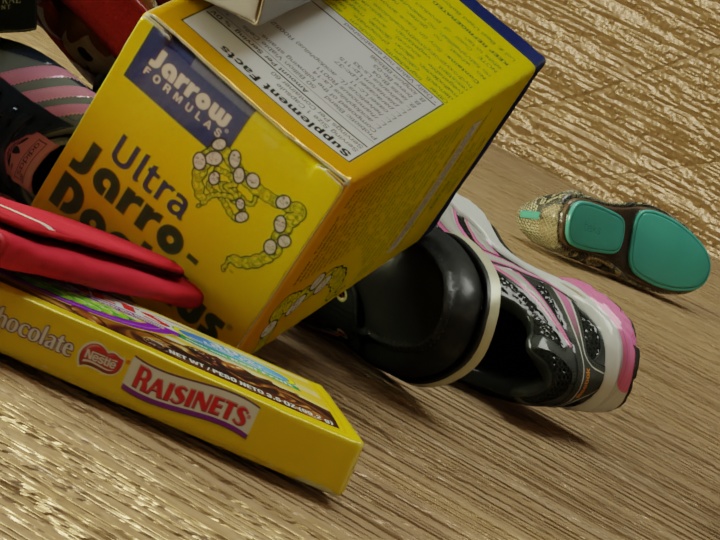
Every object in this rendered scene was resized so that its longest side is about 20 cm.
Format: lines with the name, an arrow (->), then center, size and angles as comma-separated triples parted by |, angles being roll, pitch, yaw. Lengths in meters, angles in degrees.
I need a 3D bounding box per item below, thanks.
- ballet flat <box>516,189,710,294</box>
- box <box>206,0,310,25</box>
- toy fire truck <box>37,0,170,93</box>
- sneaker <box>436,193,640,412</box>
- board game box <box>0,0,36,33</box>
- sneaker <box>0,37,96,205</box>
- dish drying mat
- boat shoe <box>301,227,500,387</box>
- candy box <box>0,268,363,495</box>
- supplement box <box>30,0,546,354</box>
ballet flat -> 0.202, -0.028, 2.429 | 0.199, 0.068, 0.075 | 16, -4, -44
box -> -0.087, -0.172, 1.240 | 0.199, 0.041, 0.156 | 24, 26, 19
toy fire truck -> -0.130, -0.119, 1.431 | 0.168, 0.112, 0.200 | 49, -6, -27
sneaker -> 0.041, 0.010, 1.482 | 0.199, 0.081, 0.086 | 23, 15, 29
board game box -> -0.254, -0.136, 1.390 | 0.135, 0.028, 0.200 | -7, 17, -31
sneaker -> -0.145, -0.057, 1.316 | 0.199, 0.071, 0.082 | 26, 5, 20
dish drying mat -> -0.120, -0.014, 1.082 | 0.076, 0.018, 0.200 | 25, 2, 17
boat shoe -> -0.001, 0.003, 1.389 | 0.063, 0.074, 0.201 | 18, 5, -30
candy box -> -0.099, 0.022, 1.069 | 0.199, 0.027, 0.102 | 24, 3, -13
supplement box -> -0.027, -0.058, 1.246 | 0.109, 0.110, 0.200 | 40, 31, 10
